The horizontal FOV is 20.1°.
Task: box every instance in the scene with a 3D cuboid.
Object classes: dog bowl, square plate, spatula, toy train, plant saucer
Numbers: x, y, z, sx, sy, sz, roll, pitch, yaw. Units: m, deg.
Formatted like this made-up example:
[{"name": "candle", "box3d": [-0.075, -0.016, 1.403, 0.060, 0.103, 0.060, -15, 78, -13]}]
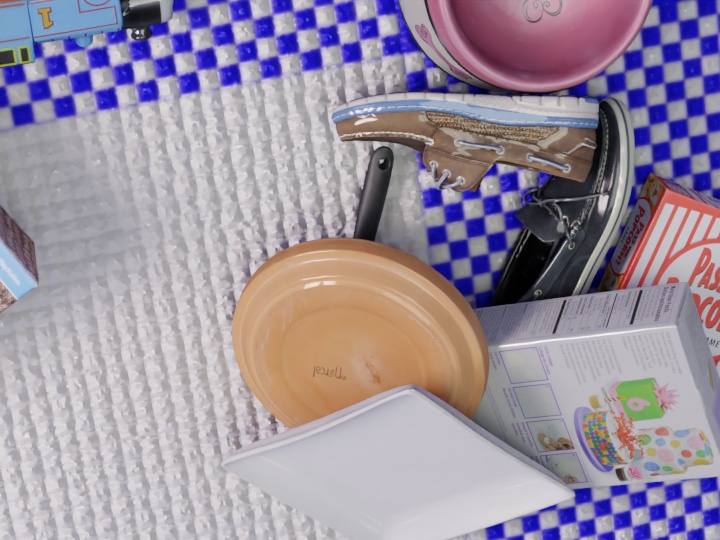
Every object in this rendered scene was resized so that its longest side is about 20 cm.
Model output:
[{"name": "dog bowl", "box3d": [0.128, -0.220, 1.496, 0.199, 0.074, 0.201, -4, 109, -11]}, {"name": "square plate", "box3d": [0.029, 0.152, 1.560, 0.200, 0.029, 0.198, -23, 138, 36]}, {"name": "spatula", "box3d": [0.000, 0.000, 1.572, 0.056, 0.021, 0.201, 2, 107, -26]}, {"name": "toy train", "box3d": [-0.218, -0.208, 1.426, 0.199, 0.087, 0.115, -11, 120, -10]}, {"name": "plant saucer", "box3d": [-0.003, 0.066, 1.539, 0.199, 0.032, 0.201, 9, 127, 12]}]

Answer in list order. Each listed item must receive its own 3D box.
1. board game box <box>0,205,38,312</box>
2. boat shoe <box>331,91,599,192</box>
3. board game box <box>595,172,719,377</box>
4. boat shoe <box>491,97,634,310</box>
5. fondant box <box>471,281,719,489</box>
[{"name": "board game box", "box3d": [-0.358, -0.004, 1.457, 0.200, 0.097, 0.160, -37, 112, 3]}, {"name": "boat shoe", "box3d": [0.077, -0.095, 1.508, 0.199, 0.072, 0.073, 1, 91, 3]}, {"name": "board game box", "box3d": [0.261, 0.041, 1.627, 0.151, 0.046, 0.201, 18, 105, -16]}, {"name": "boat shoe", "box3d": [0.156, -0.040, 1.565, 0.062, 0.075, 0.201, 13, 111, -22]}, {"name": "fondant box", "box3d": [0.171, 0.093, 1.555, 0.199, 0.058, 0.145, -7, 122, 27]}]
